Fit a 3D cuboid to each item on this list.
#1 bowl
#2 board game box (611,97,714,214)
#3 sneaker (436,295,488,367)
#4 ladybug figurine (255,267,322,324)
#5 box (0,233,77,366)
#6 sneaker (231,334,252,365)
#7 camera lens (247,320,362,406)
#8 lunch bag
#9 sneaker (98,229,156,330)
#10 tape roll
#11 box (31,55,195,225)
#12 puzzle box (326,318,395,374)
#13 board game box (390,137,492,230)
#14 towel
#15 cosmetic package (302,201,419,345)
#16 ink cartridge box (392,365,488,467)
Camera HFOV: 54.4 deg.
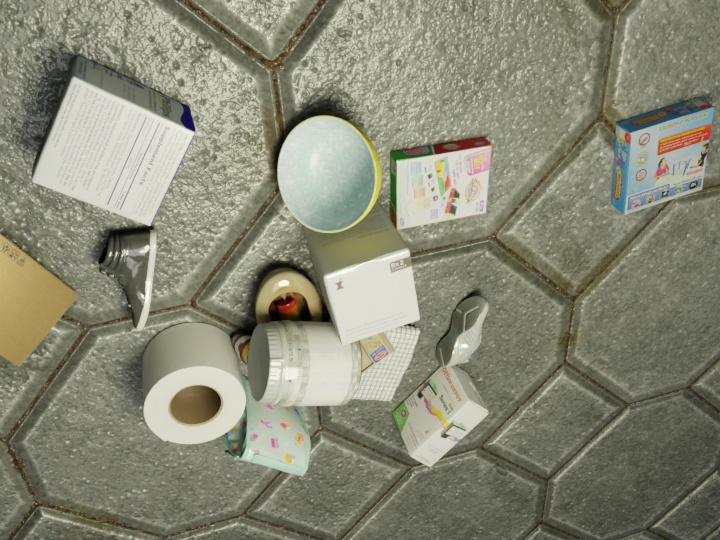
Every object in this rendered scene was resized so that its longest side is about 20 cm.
[{"bbox_3d":[-0.039,-0.174,1.255,0.202,0.199,0.107,-59,163,23],"label":"bowl"},{"bbox_3d":[0.640,-0.242,1.495,0.196,0.056,0.199,-17,126,-8],"label":"board game box"},{"bbox_3d":[0.246,0.138,1.613,0.079,0.071,0.202,3,128,-32],"label":"sneaker"},{"bbox_3d":[-0.148,0.075,1.419,0.133,0.072,0.203,-16,127,-11],"label":"ladybug figurine"},{"bbox_3d":[-0.611,0.051,1.207,0.165,0.021,0.201,-54,139,-17],"label":"box"},{"bbox_3d":[-0.186,0.187,1.481,0.076,0.090,0.200,-54,134,-6],"label":"sneaker"},{"bbox_3d":[-0.105,0.180,1.359,0.196,0.161,0.162,4,122,-25],"label":"camera lens"},{"bbox_3d":[-0.204,0.349,1.506,0.169,0.201,0.122,28,111,-33],"label":"lunch bag"},{"bbox_3d":[-0.431,0.016,1.287,0.097,0.071,0.204,4,115,-19],"label":"sneaker"},{"bbox_3d":[-0.338,0.227,1.414,0.198,0.140,0.206,-9,126,-13],"label":"tape roll"},{"bbox_3d":[-0.393,-0.204,1.125,0.197,0.105,0.185,22,113,-29],"label":"box"},{"bbox_3d":[-0.034,0.164,1.463,0.199,0.134,0.025,-40,171,31],"label":"puzzle box"},{"bbox_3d":[0.157,-0.171,1.382,0.196,0.041,0.156,-10,125,-13],"label":"board game box"},{"bbox_3d":[0.026,0.188,1.554,0.162,0.086,0.203,6,119,-25],"label":"towel"},{"bbox_3d":[0.000,0.000,1.340,0.162,0.201,0.167,-17,125,-6],"label":"cosmetic package"},{"bbox_3d":[0.188,0.339,1.671,0.084,0.146,0.200,35,107,-34],"label":"ink cartridge box"}]
